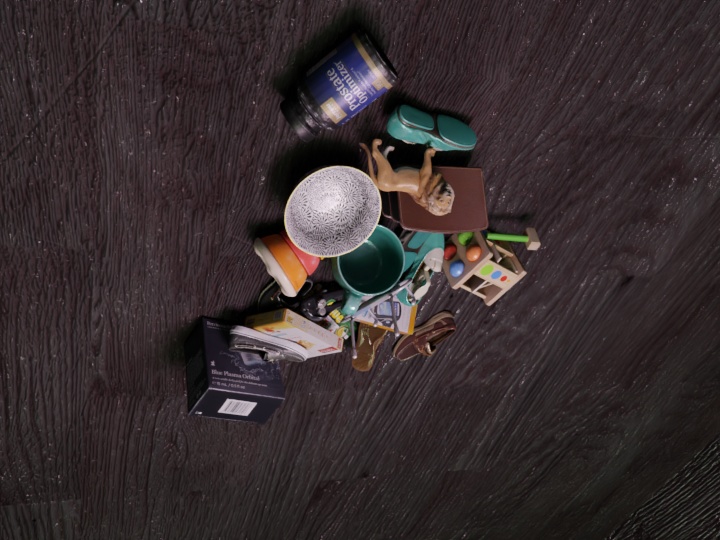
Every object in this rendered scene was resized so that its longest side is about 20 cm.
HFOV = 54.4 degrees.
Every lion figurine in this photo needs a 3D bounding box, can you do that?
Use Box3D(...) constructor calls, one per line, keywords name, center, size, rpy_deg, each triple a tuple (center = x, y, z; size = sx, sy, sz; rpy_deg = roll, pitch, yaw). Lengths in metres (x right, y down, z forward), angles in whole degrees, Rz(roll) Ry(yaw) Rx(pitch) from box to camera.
Box3D(name="lion figurine", center=(0.088, -0.179, 1.360), size=(0.197, 0.124, 0.072), rpy_deg=(8, 178, -2))

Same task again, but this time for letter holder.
Box3D(name="letter holder", center=(0.152, -0.133, 1.453), size=(0.197, 0.144, 0.101), rpy_deg=(-1, 165, -19))

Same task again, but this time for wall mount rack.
Box3D(name="wall mount rack", center=(0.041, 0.100, 1.514), size=(0.199, 0.174, 0.075), rpy_deg=(-32, 96, 28))

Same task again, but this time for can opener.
Box3D(name="can opener", center=(-0.057, 0.068, 1.650), size=(0.198, 0.078, 0.064), rpy_deg=(-19, 104, -29))

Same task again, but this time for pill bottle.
Box3D(name="pill bottle", center=(-0.041, -0.319, 1.232), size=(0.199, 0.113, 0.112), rpy_deg=(-35, 136, 16))

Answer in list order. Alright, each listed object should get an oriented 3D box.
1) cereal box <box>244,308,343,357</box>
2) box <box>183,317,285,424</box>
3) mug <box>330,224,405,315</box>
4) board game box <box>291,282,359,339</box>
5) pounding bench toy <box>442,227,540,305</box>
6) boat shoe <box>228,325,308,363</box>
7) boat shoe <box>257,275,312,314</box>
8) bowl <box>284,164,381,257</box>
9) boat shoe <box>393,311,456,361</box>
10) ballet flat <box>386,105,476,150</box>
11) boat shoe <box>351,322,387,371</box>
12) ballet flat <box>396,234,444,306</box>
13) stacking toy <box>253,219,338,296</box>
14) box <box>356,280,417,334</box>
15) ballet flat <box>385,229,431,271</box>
Box3D(name="cereal box", center=(-0.156, 0.152, 1.657), size=(0.143, 0.040, 0.199), rpy_deg=(-15, 145, 39))
Box3D(name="box", center=(-0.299, 0.237, 1.649), size=(0.195, 0.201, 0.118), rpy_deg=(15, 131, -33))
Box3D(name="mug", center=(-0.002, -0.011, 1.530), size=(0.184, 0.114, 0.153), rpy_deg=(-35, 96, -12))
Box3D(name="board game box", center=(-0.088, 0.120, 1.719), size=(0.105, 0.023, 0.200), rpy_deg=(-43, 136, -3))
Box3D(name="pounding bench toy", center=(0.300, -0.047, 1.631), size=(0.155, 0.125, 0.200), rpy_deg=(24, 123, -37))
Box3D(name="boat shoe", center=(-0.216, 0.185, 1.632), size=(0.198, 0.057, 0.068), rpy_deg=(21, 155, -22))
Box3D(name="boat shoe", center=(-0.177, 0.060, 1.611), size=(0.073, 0.064, 0.202), rpy_deg=(10, 137, -37))
Box3D(name="bowl", center=(-0.065, -0.137, 1.414), size=(0.198, 0.095, 0.203), rpy_deg=(-10, 125, -14))
Box3D(name="boat shoe", center=(0.173, 0.191, 1.871), size=(0.199, 0.072, 0.072), rpy_deg=(-36, 135, 17))
Box3D(name="ballet flat", center=(0.134, -0.273, 1.379), size=(0.198, 0.068, 0.070), rpy_deg=(11, 155, -30))
Box3D(name="boat shoe", center=(0.030, 0.155, 1.781), size=(0.071, 0.072, 0.202), rpy_deg=(17, 111, 1))
Box3D(name="ballet flat", center=(0.153, 0.000, 1.631), size=(0.067, 0.070, 0.202), rpy_deg=(12, 114, -40))
Box3D(name="stacking toy", center=(-0.114, -0.053, 1.497), size=(0.199, 0.146, 0.147), rpy_deg=(-34, 139, -9))
Box3D(name="box", center=(0.050, 0.074, 1.674), size=(0.198, 0.121, 0.041), rpy_deg=(18, 166, -32))
Box3D(name="ballet flat", center=(0.107, -0.064, 1.590), size=(0.067, 0.064, 0.201), rpy_deg=(7, 137, -31))
